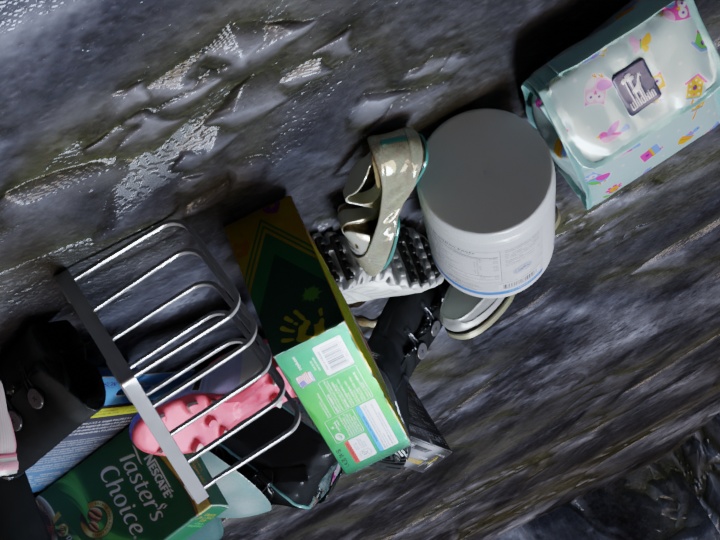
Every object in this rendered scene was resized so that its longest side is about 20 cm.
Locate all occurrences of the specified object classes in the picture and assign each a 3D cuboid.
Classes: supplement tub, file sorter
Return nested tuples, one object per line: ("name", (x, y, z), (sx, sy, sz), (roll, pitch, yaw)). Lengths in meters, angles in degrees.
("supplement tub", (0.125, -0.061, 1.510), (0.132, 0.132, 0.200), (-29, 160, -4))
("file sorter", (-0.151, 0.074, 1.349), (0.124, 0.139, 0.200), (-33, 142, -9))

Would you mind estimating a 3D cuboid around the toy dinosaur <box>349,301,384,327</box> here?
("toy dinosaur", (-0.022, 0.042, 1.696), (0.101, 0.058, 0.200), (-15, 152, 0))

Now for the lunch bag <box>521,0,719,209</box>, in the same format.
("lunch bag", (0.241, -0.167, 1.435), (0.170, 0.122, 0.200), (-33, 157, 1))

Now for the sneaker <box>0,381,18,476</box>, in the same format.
("sneaker", (-0.387, 0.130, 1.341), (0.200, 0.105, 0.075), (-6, 179, 21))

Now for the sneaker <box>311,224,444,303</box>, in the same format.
("sneaker", (0.000, 0.000, 1.585), (0.200, 0.075, 0.081), (-1, 154, -41))

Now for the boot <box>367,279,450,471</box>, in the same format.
("boot", (0.051, 0.094, 1.677), (0.165, 0.065, 0.200), (83, 26, -44))

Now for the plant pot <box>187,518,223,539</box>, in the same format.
("plant pot", (-0.269, 0.312, 1.797), (0.188, 0.200, 0.200), (-39, 166, -26))

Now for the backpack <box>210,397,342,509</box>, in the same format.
("backpack", (-0.094, 0.178, 1.715), (0.154, 0.176, 0.200), (-58, 172, -16))

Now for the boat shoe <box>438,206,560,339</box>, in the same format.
("boat shoe", (0.139, -0.019, 1.658), (0.200, 0.075, 0.068), (-56, 137, -26))

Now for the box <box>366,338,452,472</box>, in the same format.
("box", (0.029, 0.158, 1.877), (0.048, 0.159, 0.200), (-35, 161, 7))

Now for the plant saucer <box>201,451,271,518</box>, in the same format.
("plant saucer", (-0.188, 0.214, 1.644), (0.039, 0.201, 0.201), (-59, 169, -19))

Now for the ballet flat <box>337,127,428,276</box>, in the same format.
("ballet flat", (0.008, -0.064, 1.452), (0.062, 0.068, 0.200), (-7, 145, -20))

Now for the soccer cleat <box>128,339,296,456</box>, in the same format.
("soccer cleat", (-0.144, 0.122, 1.519), (0.200, 0.076, 0.067), (-22, 125, -30))

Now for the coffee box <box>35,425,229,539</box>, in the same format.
("coffee box", (-0.240, 0.238, 1.538), (0.200, 0.123, 0.044), (-36, 159, 11))

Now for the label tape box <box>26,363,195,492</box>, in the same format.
("label tape box", (-0.277, 0.138, 1.516), (0.200, 0.066, 0.143), (-45, 157, 26))

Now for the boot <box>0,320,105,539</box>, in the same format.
("boot", (-0.288, 0.162, 1.394), (0.200, 0.165, 0.066), (-42, 174, 28))

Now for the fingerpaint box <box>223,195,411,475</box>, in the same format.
("fingerpaint box", (-0.039, 0.061, 1.413), (0.073, 0.167, 0.200), (-25, 138, 1))
